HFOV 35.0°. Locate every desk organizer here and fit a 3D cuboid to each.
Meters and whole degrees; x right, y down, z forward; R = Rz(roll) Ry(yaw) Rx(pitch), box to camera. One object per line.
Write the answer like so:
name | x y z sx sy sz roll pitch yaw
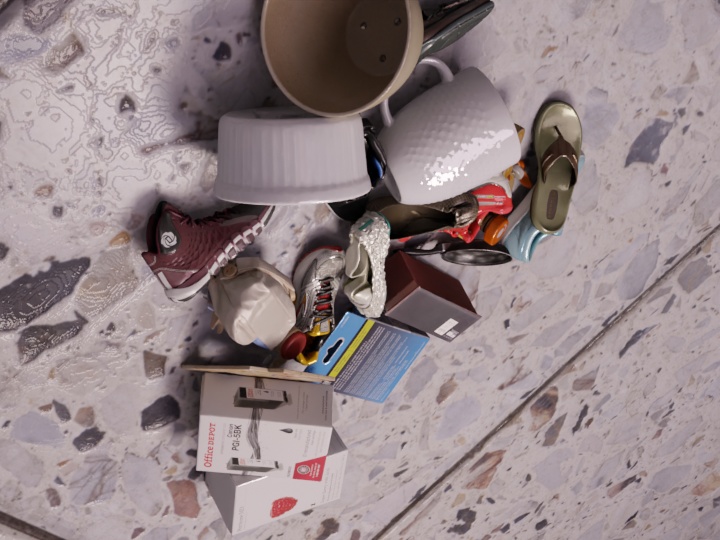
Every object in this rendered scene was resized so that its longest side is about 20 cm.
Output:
desk organizer | 0.103 0.042 1.801 0.071 0.078 0.199 -39 147 19

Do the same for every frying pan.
frying pan | 0.147 -0.028 1.802 0.186 0.032 0.115 2 168 5

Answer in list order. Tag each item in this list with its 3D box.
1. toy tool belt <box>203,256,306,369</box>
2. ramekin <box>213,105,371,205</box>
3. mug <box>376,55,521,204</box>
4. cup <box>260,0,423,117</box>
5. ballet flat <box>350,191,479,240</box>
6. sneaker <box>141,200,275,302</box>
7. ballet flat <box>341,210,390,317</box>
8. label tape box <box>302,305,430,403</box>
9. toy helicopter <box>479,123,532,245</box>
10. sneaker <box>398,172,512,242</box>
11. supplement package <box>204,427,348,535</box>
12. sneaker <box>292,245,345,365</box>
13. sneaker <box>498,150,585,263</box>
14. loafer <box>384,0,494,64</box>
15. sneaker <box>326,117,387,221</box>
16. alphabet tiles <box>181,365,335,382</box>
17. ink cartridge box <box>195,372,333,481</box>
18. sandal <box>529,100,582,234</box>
toy tool belt | -0.155 0.047 1.609 0.125 0.122 0.200 -49 151 -6
ramekin | -0.085 -0.147 1.411 0.198 0.200 0.100 -9 106 -30
mug | 0.099 -0.195 1.561 0.174 0.148 0.202 -29 109 -7
cup | -0.001 -0.287 1.377 0.202 0.200 0.143 -58 161 21
ballet flat | 0.074 -0.073 1.631 0.197 0.047 0.068 -7 121 21
sneaker | -0.205 -0.063 1.494 0.200 0.075 0.116 -47 110 -23
ballet flat | 0.000 0.000 1.656 0.071 0.072 0.202 -19 137 -22
label tape box | -0.004 0.124 1.808 0.198 0.066 0.144 20 113 -43
toy helicopter | 0.218 -0.145 1.721 0.132 0.078 0.201 -41 156 -34
sneaker | 0.132 -0.076 1.669 0.198 0.086 0.077 -25 179 30
supplement package | -0.137 0.316 1.833 0.197 0.120 0.123 -14 134 -26
sneaker | -0.060 0.052 1.688 0.077 0.082 0.202 -3 126 -34
sneaker | 0.304 -0.098 1.813 0.201 0.082 0.074 -53 160 14
loafer | 0.084 -0.315 1.492 0.199 0.063 0.072 -35 175 -9
sneaker | -0.008 -0.123 1.552 0.072 0.112 0.202 -23 136 -16
alphabet tiles | -0.138 0.151 1.660 0.166 0.198 0.008 14 77 -42
ink cartridge box | -0.146 0.237 1.712 0.196 0.084 0.148 6 136 -6
sandal | 0.305 -0.156 1.742 0.078 0.057 0.205 1 96 -13
